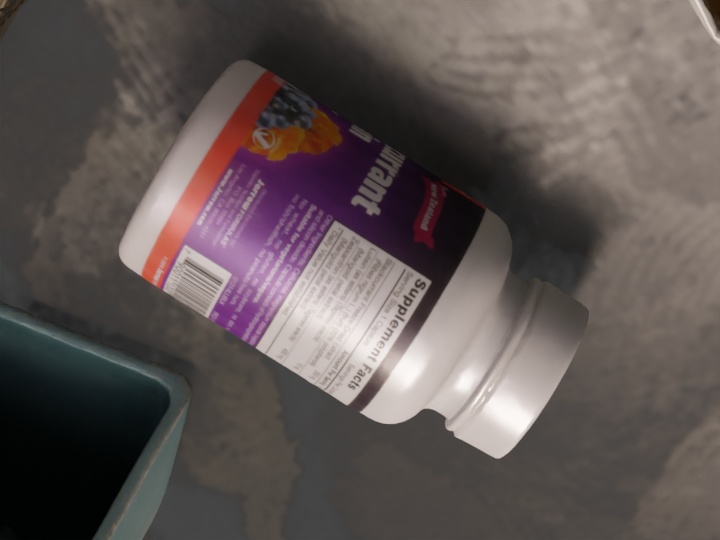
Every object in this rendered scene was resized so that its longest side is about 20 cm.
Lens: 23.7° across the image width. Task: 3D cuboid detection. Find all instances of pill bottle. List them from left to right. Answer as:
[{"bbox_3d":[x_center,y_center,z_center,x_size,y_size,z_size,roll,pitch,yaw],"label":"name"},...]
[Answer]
[{"bbox_3d":[0.000,0.000,0.789,0.199,0.112,0.112,32,133,-3],"label":"pill bottle"}]

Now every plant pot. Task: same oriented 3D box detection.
[{"bbox_3d":[-0.223,0.156,0.976,0.195,0.197,0.200,20,142,8],"label":"plant pot"}]

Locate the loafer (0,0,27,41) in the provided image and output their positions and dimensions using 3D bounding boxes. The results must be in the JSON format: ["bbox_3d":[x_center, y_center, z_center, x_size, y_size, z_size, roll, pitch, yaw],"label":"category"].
[{"bbox_3d":[-0.217,-0.108,0.834,0.068,0.076,0.200,36,123,-5],"label":"loafer"}]

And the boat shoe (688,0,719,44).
[{"bbox_3d":[0.118,-0.169,0.625,0.071,0.070,0.201,-8,123,30],"label":"boat shoe"}]
